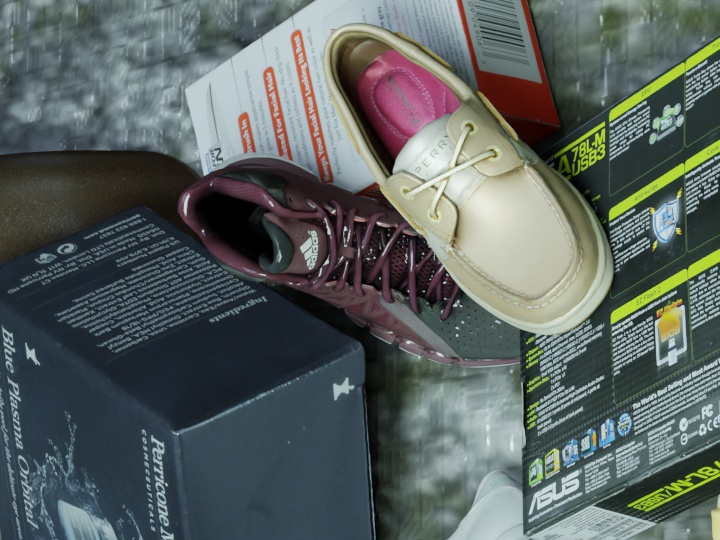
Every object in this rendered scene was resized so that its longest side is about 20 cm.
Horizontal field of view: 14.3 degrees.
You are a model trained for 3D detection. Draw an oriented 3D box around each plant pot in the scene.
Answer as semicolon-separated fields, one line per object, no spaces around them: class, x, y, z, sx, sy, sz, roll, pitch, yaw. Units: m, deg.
plant pot;-0.204;0.012;1.585;0.187;0.200;0.187;-10;76;45

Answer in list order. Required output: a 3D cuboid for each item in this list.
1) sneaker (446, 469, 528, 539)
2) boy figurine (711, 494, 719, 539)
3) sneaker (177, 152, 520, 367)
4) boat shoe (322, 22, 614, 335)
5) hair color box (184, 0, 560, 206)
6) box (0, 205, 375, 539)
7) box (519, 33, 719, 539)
sneaker;0.035;0.188;1.410;0.200;0.075;0.089;-55;36;18
boy figurine;0.194;0.125;1.246;0.124;0.064;0.200;30;102;44
sneaker;0.000;0.000;1.381;0.200;0.115;0.076;17;97;13
boat shoe;0.041;-0.046;1.332;0.074;0.069;0.200;-48;49;7
hair color box;0.003;-0.084;1.483;0.200;0.064;0.111;-29;65;38
box;-0.094;0.102;1.460;0.200;0.117;0.197;30;134;45
box;0.142;0.007;1.285;0.200;0.047;0.194;-35;45;50
